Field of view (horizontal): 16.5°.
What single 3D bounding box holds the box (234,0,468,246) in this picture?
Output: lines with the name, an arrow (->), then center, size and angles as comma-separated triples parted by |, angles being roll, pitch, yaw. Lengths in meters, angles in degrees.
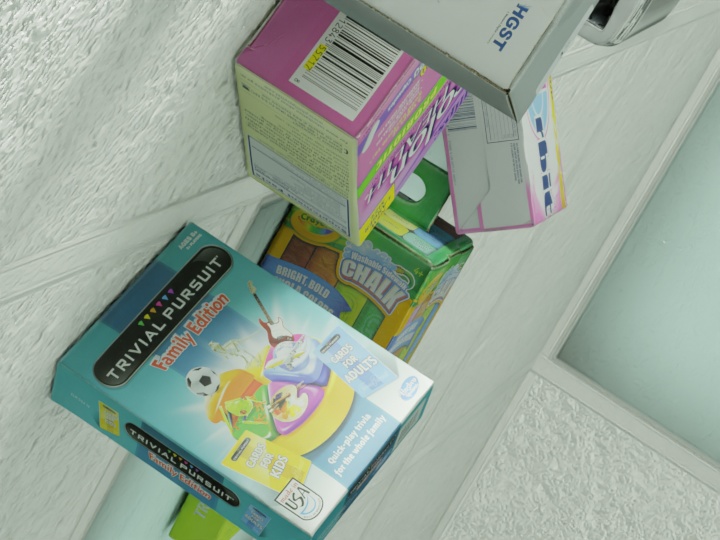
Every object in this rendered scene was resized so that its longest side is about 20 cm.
box -> 0.008, -0.140, 1.644 | 0.176, 0.096, 0.200 | -54, 169, -16

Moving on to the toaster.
toaster -> 0.236, -0.284, 2.211 | 0.129, 0.113, 0.201 | -35, 157, -54

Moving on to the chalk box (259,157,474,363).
chalk box -> 0.000, 0.000, 1.934 | 0.201, 0.124, 0.124 | -62, 168, 17

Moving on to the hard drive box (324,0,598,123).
hard drive box -> 0.042, -0.202, 1.347 | 0.156, 0.199, 0.077 | -56, 169, -4

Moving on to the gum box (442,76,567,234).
gum box -> 0.106, -0.137, 1.924 | 0.113, 0.066, 0.201 | -28, 112, -70

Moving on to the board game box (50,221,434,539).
board game box -> -0.076, 0.078, 1.612 | 0.151, 0.199, 0.047 | -49, 167, -36

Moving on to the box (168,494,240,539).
box -> -0.088, 0.144, 2.149 | 0.201, 0.048, 0.122 | -63, 169, 25
